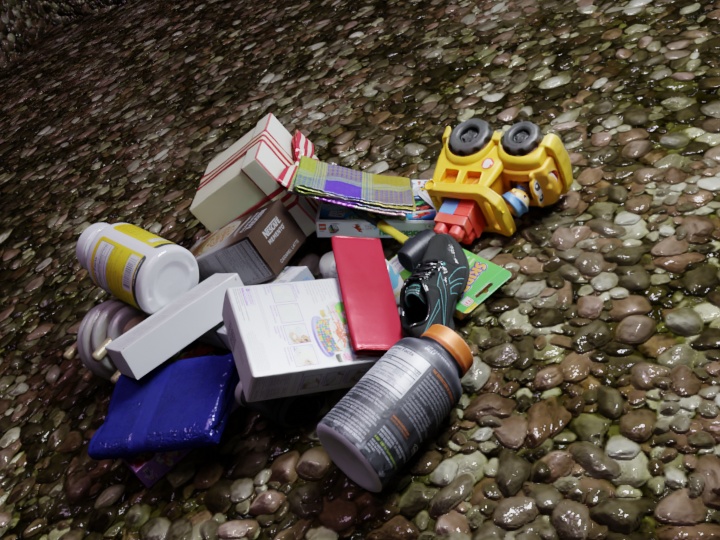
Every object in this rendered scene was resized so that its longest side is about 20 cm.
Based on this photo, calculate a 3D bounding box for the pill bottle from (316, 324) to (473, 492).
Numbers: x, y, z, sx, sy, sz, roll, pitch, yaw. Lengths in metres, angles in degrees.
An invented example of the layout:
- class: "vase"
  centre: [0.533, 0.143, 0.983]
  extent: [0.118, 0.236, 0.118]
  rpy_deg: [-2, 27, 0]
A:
- class: "pill bottle"
  centre: [0.049, 0.154, 0.953]
  extent: [0.200, 0.107, 0.105]
  rpy_deg: [-43, 38, -25]

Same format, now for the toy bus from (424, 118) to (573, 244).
- class: "toy bus"
  centre: [0.196, -0.116, 1.211]
  extent: [0.197, 0.136, 0.194]
  rpy_deg: [9, 59, 35]

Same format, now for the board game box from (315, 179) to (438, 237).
- class: "board game box"
  centre: [0.030, -0.103, 1.317]
  extent: [0.196, 0.035, 0.127]
  rpy_deg: [1, 38, 5]

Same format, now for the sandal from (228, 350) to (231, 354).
- class: "sandal"
  centre: [-0.112, 0.083, 1.198]
  extent: [0.198, 0.046, 0.075]
  rpy_deg: [-28, 33, -4]

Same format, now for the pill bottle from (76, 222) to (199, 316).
- class: "pill bottle"
  centre: [-0.350, -0.009, 1.236]
  extent: [0.198, 0.112, 0.111]
  rpy_deg: [22, 54, 36]

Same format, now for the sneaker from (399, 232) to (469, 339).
- class: "sneaker"
  centre: [0.098, 0.024, 1.082]
  extent: [0.074, 0.079, 0.203]
  rpy_deg: [-16, 47, 32]

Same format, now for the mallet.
- class: "mallet"
  centre: [0.043, -0.073, 1.231]
  extent: [0.065, 0.042, 0.200]
  rpy_deg: [-31, 50, -19]

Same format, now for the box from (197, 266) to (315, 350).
- class: "box"
  centre: [-0.170, 0.053, 1.227]
  extent: [0.156, 0.041, 0.199]
  rpy_deg: [-42, 21, -23]

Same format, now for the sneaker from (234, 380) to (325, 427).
- class: "sneaker"
  centre: [-0.065, 0.139, 1.087]
  extent: [0.099, 0.072, 0.199]
  rpy_deg: [31, 52, 32]

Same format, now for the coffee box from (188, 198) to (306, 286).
- class: "coffee box"
  centre: [-0.197, -0.023, 1.272]
  extent: [0.198, 0.080, 0.115]
  rpy_deg: [-21, 23, 35]

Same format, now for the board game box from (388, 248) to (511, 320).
- class: "board game box"
  centre: [0.125, 0.006, 1.172]
  extent: [0.095, 0.030, 0.199]
  rpy_deg: [-38, 34, -17]

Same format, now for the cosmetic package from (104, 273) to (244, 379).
- class: "cosmetic package"
  centre: [-0.258, 0.076, 1.146]
  extent: [0.199, 0.051, 0.082]
  rpy_deg: [-36, 17, -28]

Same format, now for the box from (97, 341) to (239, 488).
- class: "box"
  centre: [-0.261, 0.198, 1.143]
  extent: [0.200, 0.039, 0.136]
  rpy_deg: [-42, 39, -23]

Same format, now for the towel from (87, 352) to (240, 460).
- class: "towel"
  centre: [-0.257, 0.187, 1.082]
  extent: [0.197, 0.050, 0.149]
  rpy_deg: [-12, 40, 21]

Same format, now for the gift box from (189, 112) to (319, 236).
- class: "gift box"
  centre: [-0.152, -0.134, 1.388]
  extent: [0.185, 0.200, 0.186]
  rpy_deg: [-32, 33, 26]

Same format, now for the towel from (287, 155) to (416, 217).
- class: "towel"
  centre: [-0.009, -0.134, 1.264]
  extent: [0.196, 0.023, 0.144]
  rpy_deg: [12, 27, -1]

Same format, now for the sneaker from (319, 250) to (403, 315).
- class: "sneaker"
  centre: [0.000, 0.000, 1.209]
  extent: [0.076, 0.081, 0.199]
  rpy_deg: [-40, 36, -20]

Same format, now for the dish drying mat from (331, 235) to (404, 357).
- class: "dish drying mat"
  centre: [0.009, 0.031, 1.076]
  extent: [0.075, 0.018, 0.202]
  rpy_deg: [3, 46, -17]

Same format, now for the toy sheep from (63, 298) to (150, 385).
- class: "toy sheep"
  centre: [-0.384, 0.110, 1.260]
  extent: [0.198, 0.139, 0.138]
  rpy_deg: [0, 40, 40]

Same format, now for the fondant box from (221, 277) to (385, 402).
- class: "fondant box"
  centre: [-0.068, 0.085, 1.049]
  extent: [0.197, 0.059, 0.146]
  rpy_deg: [-5, 49, -23]
